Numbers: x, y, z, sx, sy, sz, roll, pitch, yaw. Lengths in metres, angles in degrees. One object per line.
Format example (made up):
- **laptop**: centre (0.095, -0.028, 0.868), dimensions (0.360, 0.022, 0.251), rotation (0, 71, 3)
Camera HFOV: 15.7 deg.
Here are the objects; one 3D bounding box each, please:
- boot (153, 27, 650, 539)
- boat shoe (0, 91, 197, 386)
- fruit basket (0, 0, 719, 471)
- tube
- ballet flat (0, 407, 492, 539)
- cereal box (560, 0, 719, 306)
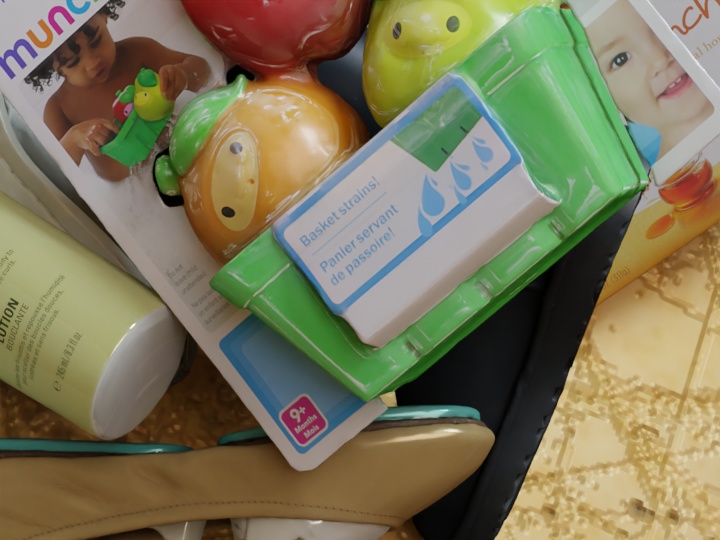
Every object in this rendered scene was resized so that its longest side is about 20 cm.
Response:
- **boot**: centre (0.000, 0.000, 0.931), dimensions (0.167, 0.201, 0.077), rotation (22, 38, 6)
- **boat shoe**: centre (-0.131, -0.035, 0.940), dimensions (0.072, 0.060, 0.202), rotation (-42, 73, 16)
- **fruit basket**: centre (-0.014, -0.067, 0.814), dimensions (0.185, 0.094, 0.200), rotation (-39, 90, 15)
- **tube**: centre (-0.151, -0.011, 0.888), dimensions (0.199, 0.052, 0.058), rotation (31, 66, 22)
- **ballet flat**: centre (-0.050, 0.085, 0.894), dimensions (0.198, 0.069, 0.064), rotation (-5, 78, 17)
- **cereal box**: centre (0.079, -0.095, 0.960), dimensions (0.143, 0.040, 0.200), rotation (-35, 118, 6)
